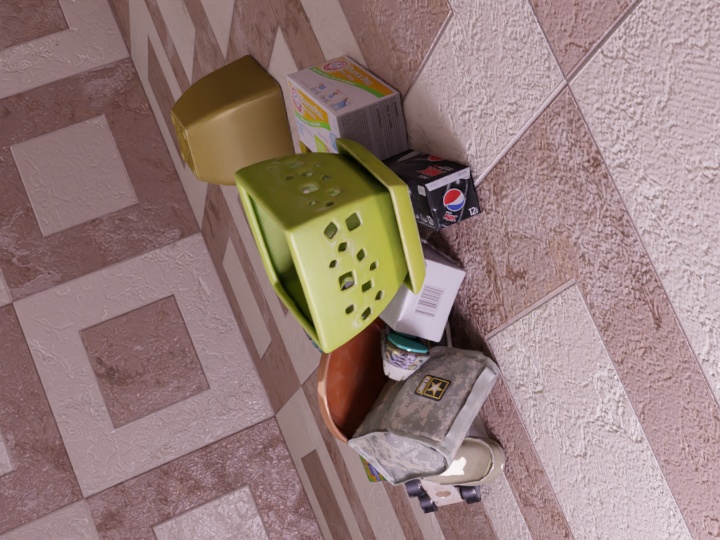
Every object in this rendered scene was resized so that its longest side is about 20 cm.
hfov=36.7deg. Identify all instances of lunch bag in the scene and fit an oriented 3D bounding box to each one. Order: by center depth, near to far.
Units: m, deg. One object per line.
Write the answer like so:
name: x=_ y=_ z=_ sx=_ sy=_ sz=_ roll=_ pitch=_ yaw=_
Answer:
lunch bag: x=0.096 y=0.199 z=1.523 sx=0.117 sy=0.165 sz=0.199 roll=43 pitch=149 yaw=-11

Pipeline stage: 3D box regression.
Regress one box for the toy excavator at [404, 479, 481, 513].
toy excavator: x=0.113 y=0.261 z=1.744 sx=0.195 sy=0.098 sz=0.202 roll=57 pitch=-158 yaw=-49

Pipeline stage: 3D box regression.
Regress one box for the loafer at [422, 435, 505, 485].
loafer: x=0.121 y=0.288 z=1.626 sx=0.068 sy=0.197 sz=0.077 roll=5 pitch=-100 yaw=-59

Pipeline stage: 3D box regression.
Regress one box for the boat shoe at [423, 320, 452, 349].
boat shoe: x=0.102 y=0.103 z=1.649 sx=0.072 sy=0.059 sz=0.205 roll=-144 pitch=36 yaw=-66

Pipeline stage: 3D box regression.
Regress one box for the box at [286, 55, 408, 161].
box: x=-0.020 y=-0.222 z=1.573 sx=0.200 sy=0.100 sz=0.114 roll=46 pitch=153 yaw=55

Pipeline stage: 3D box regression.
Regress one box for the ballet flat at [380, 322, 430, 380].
ballet flat: x=0.058 y=0.116 z=1.517 sx=0.200 sy=0.071 sz=0.073 roll=-86 pitch=-23 yaw=-80

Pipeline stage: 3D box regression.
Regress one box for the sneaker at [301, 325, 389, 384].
sneaker: x=-0.026 y=0.121 z=1.706 sx=0.200 sy=0.075 sz=0.087 roll=44 pitch=167 yaw=-3

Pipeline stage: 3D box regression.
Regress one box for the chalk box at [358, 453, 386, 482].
chalk box: x=0.057 y=0.297 z=1.937 sx=0.126 sy=0.123 sz=0.200 roll=67 pitch=163 yaw=5

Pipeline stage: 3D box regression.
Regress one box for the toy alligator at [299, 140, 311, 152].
toy alligator: x=-0.071 y=-0.224 z=1.826 sx=0.054 sy=0.059 sz=0.203 roll=171 pitch=79 yaw=-74

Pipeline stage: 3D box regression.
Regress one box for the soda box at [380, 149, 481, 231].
soda box: x=0.082 y=-0.109 z=1.421 sx=0.200 sy=0.070 sz=0.064 roll=33 pitch=142 yaw=66

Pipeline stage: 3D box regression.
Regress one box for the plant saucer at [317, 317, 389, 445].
plant saucer: x=0.002 y=0.155 z=1.598 sx=0.032 sy=0.200 sz=0.203 roll=4 pitch=119 yaw=40

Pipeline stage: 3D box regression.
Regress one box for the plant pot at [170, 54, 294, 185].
plant pot: x=-0.263 y=-0.282 z=2.156 sx=0.196 sy=0.197 sz=0.197 roll=-130 pitch=24 yaw=-52

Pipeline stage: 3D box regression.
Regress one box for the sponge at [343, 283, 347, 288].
sponge: x=0.000 y=0.000 z=1.679 sx=0.030 sy=0.112 sz=0.201 roll=14 pitch=146 yaw=42

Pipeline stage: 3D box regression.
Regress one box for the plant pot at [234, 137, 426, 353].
plant pot: x=-0.031 y=-0.048 z=1.417 sx=0.200 sy=0.179 sz=0.201 roll=47 pitch=157 yaw=52

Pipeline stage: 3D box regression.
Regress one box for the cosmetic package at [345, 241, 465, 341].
cosmetic package: x=0.059 y=0.011 z=1.561 sx=0.114 sy=0.080 sz=0.200 roll=-69 pitch=26 yaw=12
